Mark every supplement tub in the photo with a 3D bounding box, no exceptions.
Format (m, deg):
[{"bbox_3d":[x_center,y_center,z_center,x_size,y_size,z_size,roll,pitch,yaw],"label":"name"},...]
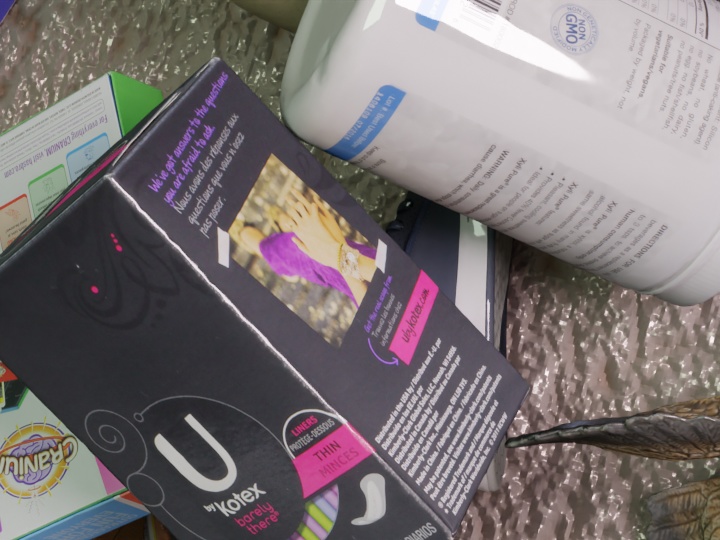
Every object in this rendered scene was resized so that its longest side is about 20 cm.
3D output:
[{"bbox_3d":[0.078,-0.079,0.851,0.132,0.200,0.132,-58,16,28],"label":"supplement tub"}]

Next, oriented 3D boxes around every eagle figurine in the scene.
[{"bbox_3d":[0.184,0.062,0.820,0.200,0.151,0.152,-42,80,3],"label":"eagle figurine"}]

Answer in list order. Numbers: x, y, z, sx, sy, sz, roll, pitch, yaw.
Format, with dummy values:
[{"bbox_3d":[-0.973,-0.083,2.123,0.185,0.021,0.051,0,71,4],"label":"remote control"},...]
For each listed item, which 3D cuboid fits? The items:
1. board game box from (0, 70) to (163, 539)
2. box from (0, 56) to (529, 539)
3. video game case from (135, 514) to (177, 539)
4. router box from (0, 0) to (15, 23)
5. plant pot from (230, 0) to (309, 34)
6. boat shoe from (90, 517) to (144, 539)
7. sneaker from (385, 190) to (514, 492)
[{"bbox_3d":[-0.145,0.027,0.955,0.153,0.040,0.200,-25,67,28],"label":"board game box"},{"bbox_3d":[-0.047,0.034,0.831,0.200,0.106,0.122,46,130,-9],"label":"box"},{"bbox_3d":[-0.092,0.086,1.033,0.182,0.023,0.200,-20,68,25],"label":"video game case"},{"bbox_3d":[-0.310,-0.156,1.199,0.179,0.049,0.200,39,99,31],"label":"router box"},{"bbox_3d":[0.007,-0.182,0.958,0.200,0.200,0.135,-37,94,18],"label":"plant pot"},{"bbox_3d":[-0.151,0.063,1.017,0.069,0.071,0.200,-2,78,28],"label":"boat shoe"},{"bbox_3d":[0.000,0.000,0.951,0.146,0.077,0.203,2,80,14],"label":"sneaker"}]
